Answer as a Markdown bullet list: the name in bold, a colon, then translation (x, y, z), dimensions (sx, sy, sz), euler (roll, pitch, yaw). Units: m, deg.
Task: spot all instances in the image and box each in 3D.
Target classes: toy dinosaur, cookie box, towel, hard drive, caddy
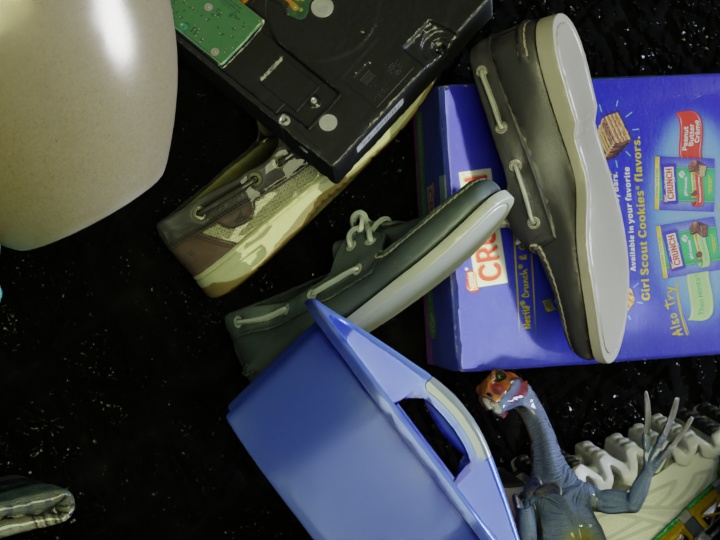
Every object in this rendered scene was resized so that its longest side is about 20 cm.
- **toy dinosaur**: translation (0.103, 0.152, 1.507), dimensions (0.105, 0.182, 0.200), euler (6, 129, -34)
- **cookie box**: translation (0.137, -0.031, 1.585), dimensions (0.200, 0.075, 0.171), euler (-3, 90, -15)
- **towel**: translation (-0.258, 0.151, 1.420), dimensions (0.200, 0.193, 0.035), euler (-15, 92, -16)
- **hard drive**: translation (-0.043, -0.162, 1.520), dimensions (0.200, 0.038, 0.140), euler (39, 79, 14)
- **caddy**: translation (0.016, 0.107, 1.433), dimensions (0.105, 0.141, 0.200), euler (-37, 93, -1)

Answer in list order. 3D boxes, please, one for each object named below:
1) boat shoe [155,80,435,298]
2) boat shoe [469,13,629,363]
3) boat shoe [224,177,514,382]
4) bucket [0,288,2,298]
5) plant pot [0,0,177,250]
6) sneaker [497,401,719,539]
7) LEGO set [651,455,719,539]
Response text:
- **boat shoe**: translation (-0.035, -0.074, 1.543), dimensions (0.066, 0.072, 0.201), euler (45, 84, -15)
- **boat shoe**: translation (0.107, -0.043, 1.518), dimensions (0.063, 0.073, 0.200), euler (-9, 94, 23)
- **boat shoe**: translation (0.000, 0.000, 1.515), dimensions (0.200, 0.073, 0.062), euler (-39, 79, 28)
- **bucket**: translation (-0.290, 0.054, 1.412), dimensions (0.207, 0.207, 0.135), euler (-1, 91, -15)
- **plant pot**: translation (-0.177, -0.091, 1.446), dimensions (0.200, 0.200, 0.135), euler (-31, 103, -13)
- **sneaker**: translation (0.179, 0.132, 1.602), dimensions (0.200, 0.075, 0.081), euler (-15, 101, -6)
- **LEGO set**: translation (0.252, 0.208, 1.558), dimensions (0.154, 0.116, 0.200), euler (-36, 121, 0)
